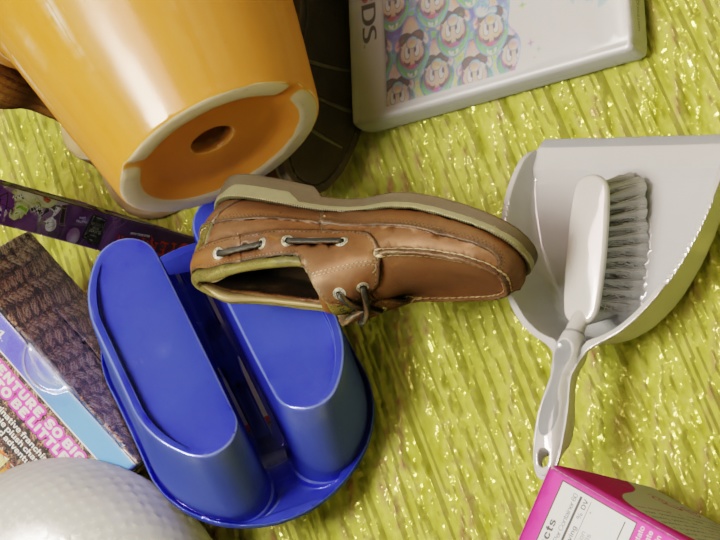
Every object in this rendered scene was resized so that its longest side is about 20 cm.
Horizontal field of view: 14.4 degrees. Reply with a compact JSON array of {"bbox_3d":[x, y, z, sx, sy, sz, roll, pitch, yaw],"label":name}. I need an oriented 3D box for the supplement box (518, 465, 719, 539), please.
[{"bbox_3d":[0.175,0.187,1.445,0.200,0.101,0.103,30,99,40],"label":"supplement box"}]

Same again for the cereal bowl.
[{"bbox_3d":[-0.175,0.216,1.670,0.200,0.083,0.200,5,109,14],"label":"cereal bowl"}]

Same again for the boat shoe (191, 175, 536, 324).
[{"bbox_3d":[0.000,0.000,1.574,0.200,0.072,0.068,6,57,31],"label":"boat shoe"}]

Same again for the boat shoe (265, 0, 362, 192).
[{"bbox_3d":[-0.042,-0.133,1.726,0.068,0.072,0.200,-15,60,40],"label":"boat shoe"}]

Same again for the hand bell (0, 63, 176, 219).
[{"bbox_3d":[-0.187,-0.101,1.744,0.104,0.200,0.104,-10,74,37],"label":"hand bell"}]

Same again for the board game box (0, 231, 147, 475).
[{"bbox_3d":[-0.234,0.106,1.754,0.200,0.097,0.159,-42,88,23],"label":"board game box"}]

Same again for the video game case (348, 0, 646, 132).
[{"bbox_3d":[0.075,-0.189,1.669,0.200,0.024,0.182,-13,71,36],"label":"video game case"}]

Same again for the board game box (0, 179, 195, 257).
[{"bbox_3d":[-0.209,-0.040,1.746,0.120,0.200,0.032,23,95,40],"label":"board game box"}]

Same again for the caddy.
[{"bbox_3d":[-0.076,0.055,1.670,0.141,0.105,0.200,-24,59,-6],"label":"caddy"}]

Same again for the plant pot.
[{"bbox_3d":[-0.117,-0.143,1.627,0.200,0.200,0.183,-39,64,25],"label":"plant pot"}]

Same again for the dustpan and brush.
[{"bbox_3d":[0.125,0.018,1.554,0.139,0.057,0.200,0,79,39],"label":"dustpan and brush"}]
